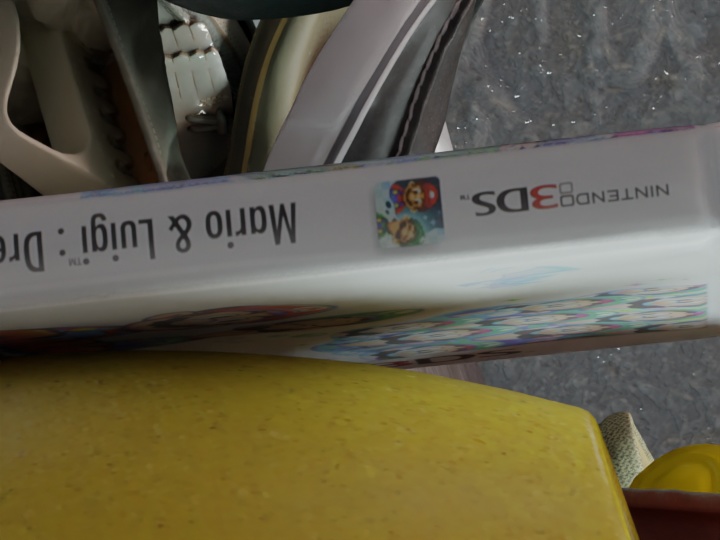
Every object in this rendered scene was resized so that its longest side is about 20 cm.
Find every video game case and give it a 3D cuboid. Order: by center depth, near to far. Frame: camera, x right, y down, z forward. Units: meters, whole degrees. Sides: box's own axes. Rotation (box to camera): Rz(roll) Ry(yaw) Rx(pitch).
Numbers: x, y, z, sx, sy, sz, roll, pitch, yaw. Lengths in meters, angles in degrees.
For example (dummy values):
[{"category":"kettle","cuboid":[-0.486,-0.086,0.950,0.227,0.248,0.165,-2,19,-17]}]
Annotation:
[{"category":"video game case","cuboid":[-0.013,0.005,0.612,0.200,0.181,0.024,45,39,-81]}]

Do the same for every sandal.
[{"category":"sandal","cuboid":[-0.013,-0.025,0.947,0.080,0.054,0.201,55,53,-68]}]

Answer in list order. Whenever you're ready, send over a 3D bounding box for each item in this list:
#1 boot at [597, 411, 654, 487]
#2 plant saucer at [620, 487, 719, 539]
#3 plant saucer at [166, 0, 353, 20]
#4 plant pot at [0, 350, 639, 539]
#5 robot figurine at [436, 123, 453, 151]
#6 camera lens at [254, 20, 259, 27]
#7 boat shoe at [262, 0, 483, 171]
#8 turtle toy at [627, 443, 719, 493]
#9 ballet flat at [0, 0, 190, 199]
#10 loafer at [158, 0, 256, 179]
[{"category":"boot","cuboid":[0.057,0.142,1.098,0.072,0.154,0.200,-104,174,-49]},{"category":"plant saucer","cuboid":[0.053,0.146,0.637,0.199,0.037,0.201,-2,-95,54]},{"category":"plant saucer","cuboid":[-0.079,-0.132,0.856,0.200,0.036,0.200,37,17,-13]},{"category":"plant pot","cuboid":[-0.008,0.096,0.555,0.200,0.141,0.201,-19,90,-86]},{"category":"robot figurine","cuboid":[-0.023,-0.055,1.186,0.200,0.112,0.170,-103,-147,-54]},{"category":"camera lens","cuboid":[-0.050,-0.191,1.106,0.160,0.159,0.201,67,6,-48]},{"category":"boat shoe","cuboid":[0.000,0.000,0.836,0.201,0.066,0.070,-65,174,15]},{"category":"turtle toy","cuboid":[0.134,0.088,0.690,0.101,0.200,0.146,10,-34,49]},{"category":"ballet flat","cuboid":[-0.075,-0.012,0.808,0.064,0.067,0.201,21,44,-48]},{"category":"loafer","cuboid":[-0.060,-0.036,0.969,0.200,0.072,0.063,70,10,-56]}]
